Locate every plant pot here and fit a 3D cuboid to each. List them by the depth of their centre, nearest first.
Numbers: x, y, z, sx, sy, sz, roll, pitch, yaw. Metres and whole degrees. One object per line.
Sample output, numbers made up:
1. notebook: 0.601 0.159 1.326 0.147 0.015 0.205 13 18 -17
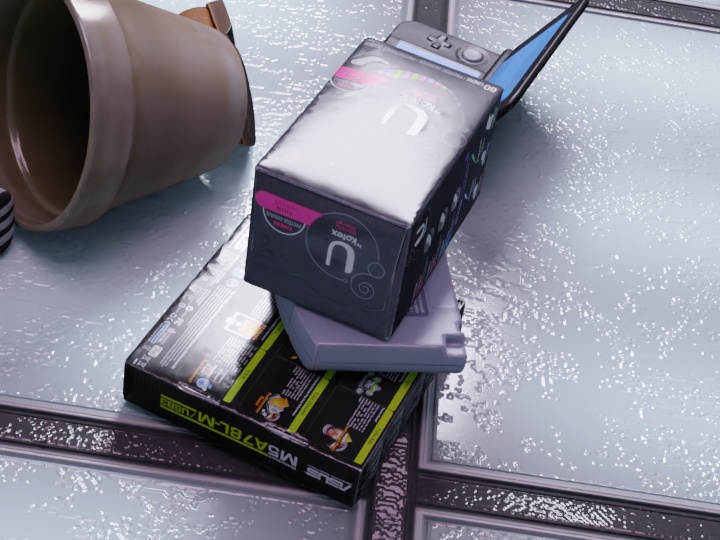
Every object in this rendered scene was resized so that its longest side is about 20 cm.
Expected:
1. plant pot: -0.192 -0.137 1.286 0.172 0.201 0.200 -7 43 -41

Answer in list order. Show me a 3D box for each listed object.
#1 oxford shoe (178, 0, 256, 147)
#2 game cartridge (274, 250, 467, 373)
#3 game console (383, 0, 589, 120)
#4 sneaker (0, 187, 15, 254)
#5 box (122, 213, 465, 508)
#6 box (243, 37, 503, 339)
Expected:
1. oxford shoe: -0.133 -0.164 1.404 0.070 0.072 0.201 -14 38 -9
2. game cartridge: 0.000 0.000 1.207 0.131 0.041 0.201 6 40 -13
3. game console: 0.081 -0.182 1.421 0.174 0.117 0.200 24 44 14
4. sneaker: -0.360 -0.019 1.203 0.115 0.076 0.200 24 33 21
5. box: -0.046 0.058 1.193 0.191 0.048 0.200 24 43 11
6. box: 0.012 -0.065 1.177 0.121 0.107 0.201 20 41 12
